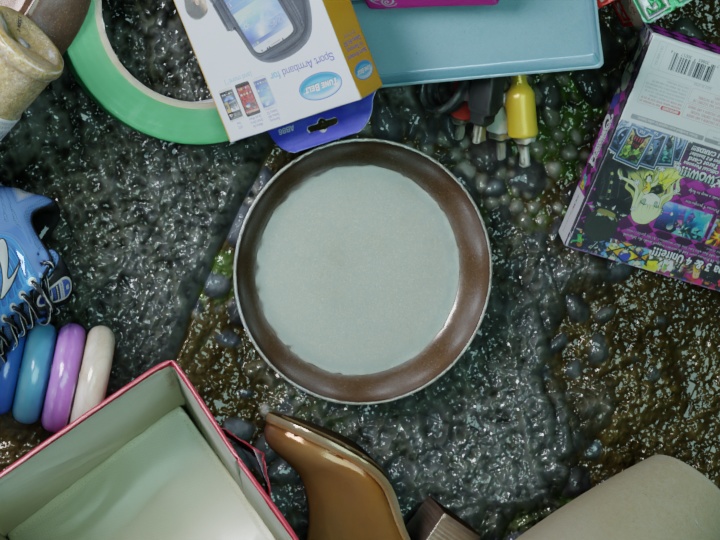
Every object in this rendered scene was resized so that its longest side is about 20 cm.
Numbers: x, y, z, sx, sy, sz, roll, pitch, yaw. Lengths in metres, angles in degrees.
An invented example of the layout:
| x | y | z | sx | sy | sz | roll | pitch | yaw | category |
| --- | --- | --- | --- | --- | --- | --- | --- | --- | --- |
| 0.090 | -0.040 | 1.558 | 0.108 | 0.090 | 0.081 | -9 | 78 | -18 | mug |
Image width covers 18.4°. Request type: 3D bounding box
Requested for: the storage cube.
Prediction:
| x | y | z | sx | sy | sz | roll | pitch | yaw | category |
| --- | --- | --- | --- | --- | --- | --- | --- | --- | --- |
| -0.149 | 0.195 | 1.561 | 0.200 | 0.180 | 0.171 | -34 | 77 | -9 | storage cube |

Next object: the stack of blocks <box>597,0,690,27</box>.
| x | y | z | sx | sy | sz | roll | pitch | yaw | category |
| --- | --- | --- | --- | --- | --- | --- | --- | --- | --- |
| 0.196 | -0.243 | 1.688 | 0.200 | 0.059 | 0.115 | -29 | 100 | -9 | stack of blocks |

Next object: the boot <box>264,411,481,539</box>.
| x | y | z | sx | sy | sz | roll | pitch | yaw | category |
| --- | --- | --- | --- | --- | --- | --- | --- | --- | --- |
| -0.025 | 0.212 | 1.677 | 0.200 | 0.077 | 0.155 | 36 | 90 | -20 | boot |

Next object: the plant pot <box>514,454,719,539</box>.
| x | y | z | sx | sy | sz | roll | pitch | yaw | category |
| --- | --- | --- | --- | --- | --- | --- | --- | --- | --- |
| 0.193 | 0.241 | 1.679 | 0.187 | 0.187 | 0.200 | 48 | 70 | -12 | plant pot |

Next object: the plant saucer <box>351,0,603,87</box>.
| x | y | z | sx | sy | sz | roll | pitch | yaw | category |
| --- | --- | --- | --- | --- | --- | --- | --- | --- | --- |
| 0.075 | -0.174 | 1.611 | 0.199 | 0.019 | 0.070 | -4 | 110 | 13 | plant saucer |

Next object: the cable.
| x | y | z | sx | sy | sz | roll | pitch | yaw | category |
| --- | --- | --- | --- | --- | --- | --- | --- | --- | --- |
| 0.100 | -0.179 | 1.649 | 0.050 | 0.097 | 0.201 | -15 | 122 | -52 | cable |

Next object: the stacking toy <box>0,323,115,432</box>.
| x | y | z | sx | sy | sz | roll | pitch | yaw | category |
| --- | --- | --- | --- | --- | --- | --- | --- | --- | --- |
| -0.281 | 0.063 | 1.602 | 0.199 | 0.085 | 0.086 | 13 | 92 | -8 | stacking toy |

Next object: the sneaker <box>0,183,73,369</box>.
| x | y | z | sx | sy | sz | roll | pitch | yaw | category |
| --- | --- | --- | --- | --- | --- | --- | --- | --- | --- |
| -0.248 | 0.016 | 1.552 | 0.089 | 0.079 | 0.201 | 5 | 53 | -2 | sneaker |

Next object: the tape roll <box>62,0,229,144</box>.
| x | y | z | sx | sy | sz | roll | pitch | yaw | category |
| --- | --- | --- | --- | --- | --- | --- | --- | --- | --- |
| -0.123 | -0.193 | 1.628 | 0.200 | 0.048 | 0.201 | -1 | 94 | -12 | tape roll |

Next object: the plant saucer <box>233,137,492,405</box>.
| x | y | z | sx | sy | sz | roll | pitch | yaw | category |
| --- | --- | --- | --- | --- | --- | --- | --- | --- | --- |
| 0.000 | 0.000 | 1.679 | 0.199 | 0.032 | 0.201 | -1 | 95 | -13 | plant saucer |

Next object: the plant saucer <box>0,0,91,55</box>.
| x | y | z | sx | sy | sz | roll | pitch | yaw | category |
| --- | --- | --- | --- | --- | --- | --- | --- | --- | --- |
| -0.288 | -0.219 | 1.568 | 0.200 | 0.037 | 0.201 | 0 | 95 | 3 | plant saucer |

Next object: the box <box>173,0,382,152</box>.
| x | y | z | sx | sy | sz | roll | pitch | yaw | category |
| --- | --- | --- | --- | --- | --- | --- | --- | --- | --- |
| -0.066 | -0.180 | 1.563 | 0.119 | 0.041 | 0.201 | -16 | 99 | 33 | box |

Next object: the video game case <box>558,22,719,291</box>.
| x | y | z | sx | sy | sz | roll | pitch | yaw | category |
| --- | --- | --- | --- | --- | --- | --- | --- | --- | --- |
| 0.276 | -0.076 | 1.704 | 0.199 | 0.036 | 0.182 | 15 | 110 | -13 | video game case |

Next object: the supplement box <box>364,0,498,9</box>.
| x | y | z | sx | sy | sz | roll | pitch | yaw | category |
| --- | --- | --- | --- | --- | --- | --- | --- | --- | --- |
| 0.049 | -0.297 | 1.576 | 0.103 | 0.101 | 0.201 | -2 | 70 | 14 | supplement box |

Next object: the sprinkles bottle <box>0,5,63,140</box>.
| x | y | z | sx | sy | sz | roll | pitch | yaw | category |
| --- | --- | --- | --- | --- | --- | --- | --- | --- | --- |
| -0.292 | -0.093 | 1.550 | 0.068 | 0.068 | 0.200 | 41 | 111 | -12 | sprinkles bottle |
